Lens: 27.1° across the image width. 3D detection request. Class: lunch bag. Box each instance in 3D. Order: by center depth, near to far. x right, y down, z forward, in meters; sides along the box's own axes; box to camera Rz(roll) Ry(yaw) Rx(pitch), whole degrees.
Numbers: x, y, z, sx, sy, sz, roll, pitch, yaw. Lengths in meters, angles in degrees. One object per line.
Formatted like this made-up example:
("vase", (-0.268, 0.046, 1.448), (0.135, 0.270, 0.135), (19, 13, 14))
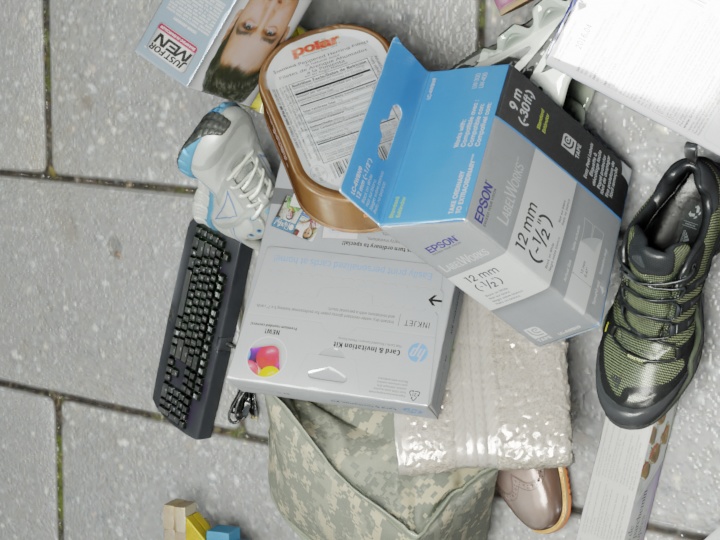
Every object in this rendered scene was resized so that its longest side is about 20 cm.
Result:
("lunch bag", (0.003, 0.159, 1.186), (0.200, 0.118, 0.164), (37, 149, 26))

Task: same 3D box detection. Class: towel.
("towel", (0.089, 0.052, 1.109), (0.132, 0.034, 0.200), (-3, 68, 5))

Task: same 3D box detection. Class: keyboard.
("keyboard", (-0.132, 0.063, 1.364), (0.127, 0.021, 0.200), (25, 112, 31))

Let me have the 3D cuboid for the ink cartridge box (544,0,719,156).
("ink cartridge box", (0.214, -0.172, 0.990), (0.200, 0.076, 0.136), (28, 114, 2))

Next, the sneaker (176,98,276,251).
("sneaker", (-0.094, -0.072, 1.241), (0.087, 0.200, 0.075), (38, 76, 14))

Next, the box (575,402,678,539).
("box", (0.199, 0.149, 1.118), (0.041, 0.039, 0.200), (21, 109, 34))

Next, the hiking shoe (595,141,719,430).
("hiking shoe", (0.200, 0.010, 1.032), (0.076, 0.101, 0.200), (16, 87, 33))

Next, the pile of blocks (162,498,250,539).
("pile of blocks", (-0.099, 0.281, 1.353), (0.082, 0.062, 0.200), (-39, 82, 21))

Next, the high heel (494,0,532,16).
("high heel", (0.151, -0.266, 1.074), (0.200, 0.067, 0.096), (-25, 92, 49))

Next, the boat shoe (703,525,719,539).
("boat shoe", (0.273, 0.217, 1.059), (0.200, 0.072, 0.066), (-51, 63, 22))

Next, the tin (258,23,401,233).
("tin", (-0.008, -0.111, 1.108), (0.042, 0.112, 0.200), (82, 168, -48))

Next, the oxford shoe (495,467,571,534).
("oxford shoe", (0.095, 0.120, 1.170), (0.071, 0.073, 0.200), (-38, 75, 34))

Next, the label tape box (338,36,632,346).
("label tape box", (0.093, -0.062, 1.035), (0.066, 0.200, 0.143), (-22, 40, 45))

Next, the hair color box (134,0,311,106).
("hair color box", (-0.077, -0.229, 1.126), (0.061, 0.099, 0.200), (37, 103, 22))

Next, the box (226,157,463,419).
("box", (0.000, 0.000, 1.103), (0.156, 0.041, 0.200), (6, 71, 17))

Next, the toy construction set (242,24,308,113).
("toy construction set", (-0.047, -0.234, 1.209), (0.200, 0.092, 0.131), (-49, 44, 23))

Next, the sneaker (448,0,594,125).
("sneaker", (0.119, -0.127, 1.113), (0.200, 0.074, 0.089), (-37, 73, 35))
